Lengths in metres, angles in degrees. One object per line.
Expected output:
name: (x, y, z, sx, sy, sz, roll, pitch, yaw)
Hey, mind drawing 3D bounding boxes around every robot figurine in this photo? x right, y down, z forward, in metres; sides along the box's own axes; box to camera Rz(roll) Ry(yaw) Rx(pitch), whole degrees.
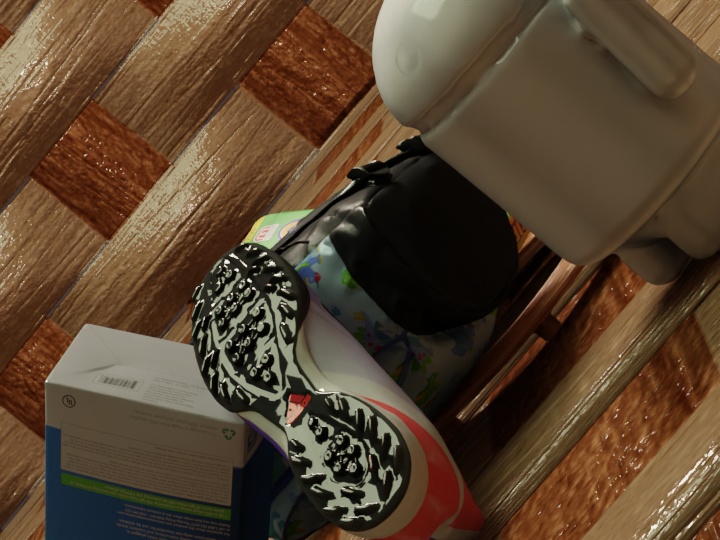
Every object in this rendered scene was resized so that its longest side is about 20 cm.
robot figurine: (0.087, -0.082, 1.297, 0.113, 0.200, 0.170, -55, 8, -32)

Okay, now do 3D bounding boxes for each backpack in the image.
backpack: (-0.015, 0.044, 1.462, 0.200, 0.154, 0.163, -30, 3, 23)

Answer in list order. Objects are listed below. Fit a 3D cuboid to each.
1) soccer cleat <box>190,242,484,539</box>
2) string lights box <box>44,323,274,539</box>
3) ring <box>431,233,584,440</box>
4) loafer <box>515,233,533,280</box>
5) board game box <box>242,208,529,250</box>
soccer cleat: (-0.014, 0.061, 1.333, 0.068, 0.073, 0.200, -51, 45, 10)
string lights box: (-0.101, 0.133, 1.424, 0.059, 0.103, 0.200, -61, -20, -55)
ring: (0.084, 0.022, 1.550, 0.200, 0.019, 0.200, -50, 7, 9)
loafer: (0.106, -0.066, 1.668, 0.200, 0.068, 0.076, -50, 6, 3)
board game box: (0.000, 0.000, 1.643, 0.200, 0.030, 0.096, -2, 43, 38)
